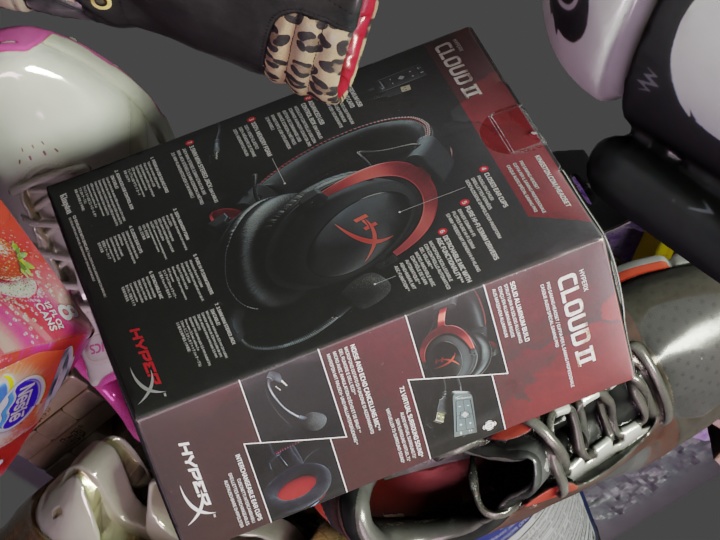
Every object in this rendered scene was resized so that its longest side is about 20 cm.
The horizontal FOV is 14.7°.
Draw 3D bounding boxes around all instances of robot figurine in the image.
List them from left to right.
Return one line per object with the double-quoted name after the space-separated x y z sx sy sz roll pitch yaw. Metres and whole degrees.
0.160 -0.084 0.990 0.200 0.150 0.125 33 148 15 "robot figurine"

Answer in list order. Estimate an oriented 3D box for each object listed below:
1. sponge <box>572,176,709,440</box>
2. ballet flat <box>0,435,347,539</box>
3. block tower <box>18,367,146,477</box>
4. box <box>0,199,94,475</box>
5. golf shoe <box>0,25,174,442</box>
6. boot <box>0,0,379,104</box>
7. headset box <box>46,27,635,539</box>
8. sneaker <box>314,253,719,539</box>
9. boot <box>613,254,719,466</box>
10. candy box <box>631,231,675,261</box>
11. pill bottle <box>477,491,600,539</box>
0.134 0.021 1.222 0.199 0.030 0.112 12 131 -16 "sponge"
-0.080 0.106 1.152 0.199 0.068 0.072 11 138 35 "ballet flat"
-0.162 0.025 1.187 0.058 0.054 0.200 -38 126 27 "block tower"
-0.204 -0.011 1.039 0.100 0.200 0.096 -16 150 -46 "box"
-0.103 -0.011 1.132 0.075 0.092 0.200 -18 131 17 "golf shoe"
-0.056 -0.148 0.986 0.150 0.073 0.200 22 136 5 "boot"
0.000 0.000 1.040 0.199 0.149 0.075 -22 130 -6 "headset box"
0.078 0.062 1.056 0.199 0.082 0.077 -26 108 1 "sneaker"
0.185 -0.021 1.110 0.186 0.064 0.200 39 108 -23 "boot"
0.188 -0.054 1.137 0.102 0.026 0.201 11 121 -18 "candy box"
0.042 0.108 1.205 0.111 0.112 0.200 -14 136 9 "pill bottle"
